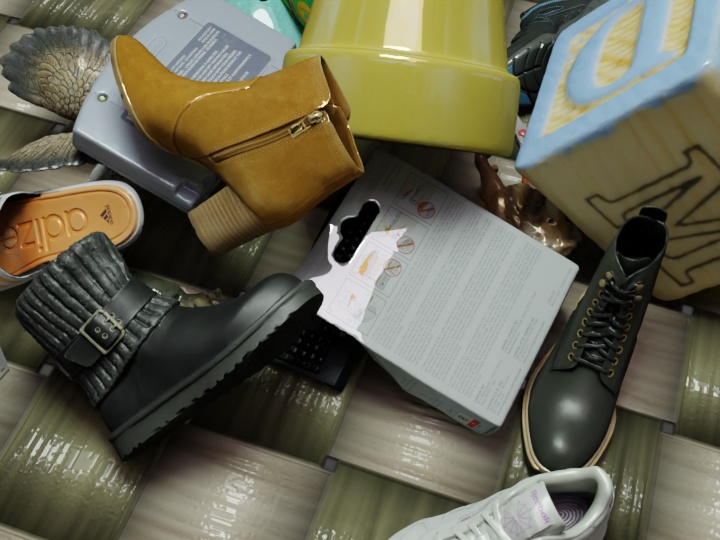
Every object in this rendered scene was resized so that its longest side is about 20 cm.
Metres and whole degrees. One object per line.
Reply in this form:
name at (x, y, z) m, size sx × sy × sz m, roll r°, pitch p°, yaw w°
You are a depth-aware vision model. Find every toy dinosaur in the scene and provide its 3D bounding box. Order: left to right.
toy dinosaur at (-0.207, 0.026, 0.827) m, size 0.200 × 0.048 × 0.088 m, roll 20°, pitch 52°, yaw 17°

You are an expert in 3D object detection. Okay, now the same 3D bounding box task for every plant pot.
plant pot at (0.039, -0.198, 0.803) m, size 0.200 × 0.201 × 0.189 m, roll 8°, pitch 97°, yaw 3°

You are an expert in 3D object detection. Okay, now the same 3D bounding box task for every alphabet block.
alphabet block at (0.282, -0.124, 0.821) m, size 0.200 × 0.196 × 0.196 m, roll 39°, pitch 53°, yaw -21°

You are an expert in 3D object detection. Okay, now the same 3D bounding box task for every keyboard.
keyboard at (0.000, 0.000, 0.824) m, size 0.104 × 0.040 × 0.200 m, roll 20°, pitch 73°, yaw 13°

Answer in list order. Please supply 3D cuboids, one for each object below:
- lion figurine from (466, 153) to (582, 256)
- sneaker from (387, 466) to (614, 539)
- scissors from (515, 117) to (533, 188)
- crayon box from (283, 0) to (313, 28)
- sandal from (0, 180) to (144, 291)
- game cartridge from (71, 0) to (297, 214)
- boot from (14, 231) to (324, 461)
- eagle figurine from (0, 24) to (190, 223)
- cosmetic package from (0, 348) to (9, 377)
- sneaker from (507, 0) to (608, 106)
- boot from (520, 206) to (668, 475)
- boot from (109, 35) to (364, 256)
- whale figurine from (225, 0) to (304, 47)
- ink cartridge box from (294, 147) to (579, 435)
lion figurine at (0.091, -0.043, 0.885) m, size 0.200 × 0.072 × 0.123 m, roll -17°, pitch 63°, yaw 2°
sneaker at (0.089, 0.186, 0.688) m, size 0.200 × 0.100 × 0.075 m, roll -20°, pitch 59°, yaw -15°
scissors at (0.162, -0.126, 0.973) m, size 0.073 × 0.014 × 0.200 m, roll -26°, pitch 60°, yaw -19°
crayon box at (0.016, -0.297, 0.960) m, size 0.200 × 0.058 × 0.119 m, roll -19°, pitch 57°, yaw -29°
sandal at (-0.277, -0.032, 0.796) m, size 0.206 × 0.059 × 0.079 m, roll -15°, pitch 88°, yaw 21°
game cartridge at (-0.146, -0.150, 0.827) m, size 0.133 × 0.041 × 0.200 m, roll 33°, pitch 58°, yaw 0°
boot at (-0.149, 0.027, 0.736) m, size 0.211 × 0.079 × 0.158 m, roll -36°, pitch 82°, yaw 7°
eagle figurine at (-0.224, -0.120, 0.868) m, size 0.151 × 0.200 × 0.152 m, roll -60°, pitch 32°, yaw 4°
cosmetic package at (-0.331, 0.021, 0.723) m, size 0.082 × 0.200 × 0.051 m, roll 22°, pitch 55°, yaw 13°
sneaker at (0.193, -0.237, 1.033) m, size 0.082 × 0.073 × 0.200 m, roll 29°, pitch 50°, yaw 35°
boot at (0.184, 0.055, 0.765) m, size 0.077 × 0.138 × 0.200 m, roll 18°, pitch 56°, yaw 9°
boot at (-0.090, -0.124, 0.727) m, size 0.144 × 0.071 × 0.201 m, roll -32°, pitch 79°, yaw 14°
whale figurine at (-0.080, -0.209, 0.964) m, size 0.159 × 0.104 × 0.200 m, roll -19°, pitch 55°, yaw -16°
ink cartridge box at (0.058, 0.017, 0.799) m, size 0.200 × 0.050 × 0.162 m, roll 30°, pitch 68°, yaw 3°
